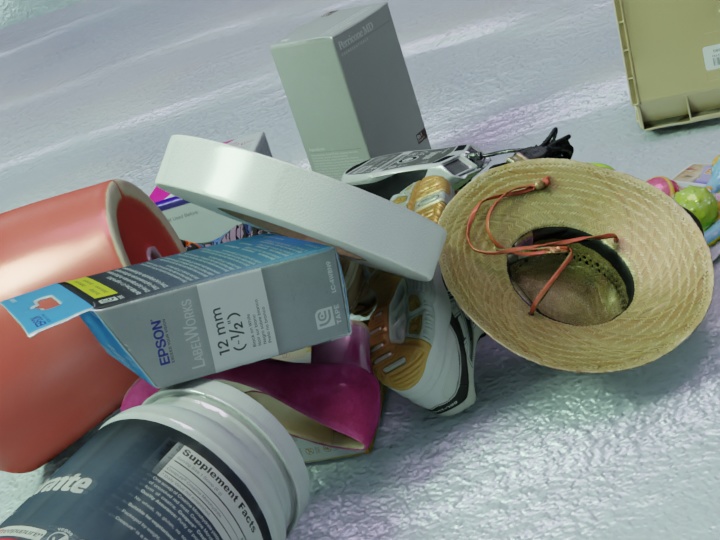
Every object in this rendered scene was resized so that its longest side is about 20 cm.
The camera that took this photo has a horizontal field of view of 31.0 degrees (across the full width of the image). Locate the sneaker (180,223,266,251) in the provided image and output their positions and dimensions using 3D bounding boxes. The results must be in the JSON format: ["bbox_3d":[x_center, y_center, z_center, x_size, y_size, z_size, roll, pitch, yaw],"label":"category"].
[{"bbox_3d":[-0.113,0.006,1.140,0.199,0.079,0.076,-5,60,-9],"label":"sneaker"}]

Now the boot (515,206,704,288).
[{"bbox_3d":[0.172,-0.014,1.030,0.199,0.074,0.075,-17,13,18],"label":"boot"}]

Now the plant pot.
[{"bbox_3d":[-0.229,0.031,1.005,0.177,0.201,0.201,-27,23,11],"label":"plant pot"}]

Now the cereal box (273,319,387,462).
[{"bbox_3d":[-0.080,0.100,0.994,0.199,0.040,0.144,-11,26,16],"label":"cereal box"}]

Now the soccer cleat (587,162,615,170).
[{"bbox_3d":[0.137,-0.036,1.120,0.199,0.068,0.081,-20,-16,24],"label":"soccer cleat"}]

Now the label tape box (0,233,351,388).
[{"bbox_3d":[-0.125,0.030,0.858,0.199,0.066,0.143,-17,11,-20],"label":"label tape box"}]

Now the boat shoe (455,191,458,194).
[{"bbox_3d":[0.046,-0.050,1.183,0.202,0.075,0.075,-19,24,-3],"label":"boat shoe"}]

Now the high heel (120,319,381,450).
[{"bbox_3d":[-0.080,0.101,0.898,0.199,0.067,0.096,-13,48,12],"label":"high heel"}]

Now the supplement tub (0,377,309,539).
[{"bbox_3d":[-0.131,0.169,0.760,0.140,0.141,0.200,-1,29,33],"label":"supplement tub"}]

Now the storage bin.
[{"bbox_3d":[0.354,-0.255,1.273,0.199,0.199,0.094,-10,8,16],"label":"storage bin"}]

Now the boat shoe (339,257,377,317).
[{"bbox_3d":[0.000,0.000,1.058,0.074,0.069,0.200,-43,12,19],"label":"boat shoe"}]

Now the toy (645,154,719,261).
[{"bbox_3d":[0.267,-0.055,1.082,0.200,0.047,0.115,-34,27,-33],"label":"toy"}]

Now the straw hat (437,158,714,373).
[{"bbox_3d":[0.152,0.015,0.950,0.200,0.085,0.202,0,52,0],"label":"straw hat"}]

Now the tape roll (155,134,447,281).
[{"bbox_3d":[-0.041,-0.041,0.878,0.202,0.037,0.203,18,-2,1],"label":"tape roll"}]

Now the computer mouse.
[{"bbox_3d":[0.075,-0.079,1.106,0.199,0.044,0.110,-4,20,36],"label":"computer mouse"}]

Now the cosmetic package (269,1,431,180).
[{"bbox_3d":[-0.002,-0.151,1.277,0.090,0.201,0.107,2,31,36],"label":"cosmetic package"}]

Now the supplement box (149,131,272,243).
[{"bbox_3d":[-0.135,-0.055,1.257,0.101,0.104,0.200,-16,19,8],"label":"supplement box"}]

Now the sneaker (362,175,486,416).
[{"bbox_3d":[0.052,0.021,0.970,0.075,0.088,0.201,-24,41,34],"label":"sneaker"}]
